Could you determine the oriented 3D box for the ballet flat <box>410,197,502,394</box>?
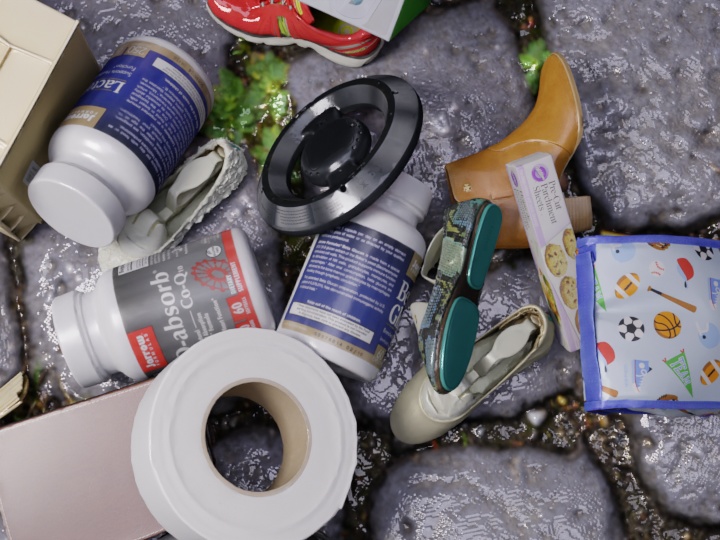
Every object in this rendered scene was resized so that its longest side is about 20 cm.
[{"bbox_3d":[0.086,0.024,1.073,0.074,0.074,0.201,17,72,3],"label":"ballet flat"}]

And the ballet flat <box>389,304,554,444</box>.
[{"bbox_3d":[0.112,0.101,1.096,0.200,0.069,0.070,-38,81,-7],"label":"ballet flat"}]

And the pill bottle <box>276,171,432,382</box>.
[{"bbox_3d":[0.000,0.000,1.092,0.110,0.111,0.201,21,80,4],"label":"pill bottle"}]

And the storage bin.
[{"bbox_3d":[-0.342,-0.149,1.075,0.093,0.200,0.200,26,80,1],"label":"storage bin"}]

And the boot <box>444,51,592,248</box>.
[{"bbox_3d":[0.158,-0.123,1.137,0.143,0.071,0.203,-6,83,-2],"label":"boot"}]

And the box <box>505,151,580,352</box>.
[{"bbox_3d":[0.196,-0.018,1.095,0.041,0.039,0.201,-19,103,-5],"label":"box"}]

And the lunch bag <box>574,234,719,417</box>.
[{"bbox_3d":[0.290,0.056,1.055,0.199,0.124,0.171,4,77,-28],"label":"lunch bag"}]

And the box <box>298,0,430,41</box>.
[{"bbox_3d":[-0.011,-0.329,1.104,0.175,0.200,0.097,24,117,4],"label":"box"}]

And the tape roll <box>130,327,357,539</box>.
[{"bbox_3d":[-0.104,0.158,0.999,0.201,0.071,0.204,9,69,-24],"label":"tape roll"}]

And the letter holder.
[{"bbox_3d":[-0.241,0.196,1.062,0.199,0.101,0.143,-18,82,-3],"label":"letter holder"}]

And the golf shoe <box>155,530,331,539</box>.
[{"bbox_3d":[-0.125,0.279,1.048,0.198,0.095,0.078,-7,81,0],"label":"golf shoe"}]

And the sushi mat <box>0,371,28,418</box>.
[{"bbox_3d":[-0.410,0.173,1.071,0.200,0.096,0.012,-38,105,-7],"label":"sushi mat"}]

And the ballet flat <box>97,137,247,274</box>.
[{"bbox_3d":[-0.200,-0.067,1.128,0.072,0.072,0.200,42,82,7],"label":"ballet flat"}]

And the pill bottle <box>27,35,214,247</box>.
[{"bbox_3d":[-0.237,-0.127,1.084,0.115,0.116,0.201,23,57,4],"label":"pill bottle"}]

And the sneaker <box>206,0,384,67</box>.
[{"bbox_3d":[-0.068,-0.281,1.159,0.199,0.085,0.078,14,79,3],"label":"sneaker"}]

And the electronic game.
[{"bbox_3d":[-0.023,-0.118,1.095,0.200,0.200,0.042,-51,127,-8],"label":"electronic game"}]

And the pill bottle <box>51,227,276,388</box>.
[{"bbox_3d":[-0.192,0.041,1.082,0.199,0.116,0.117,-19,80,-3],"label":"pill bottle"}]
